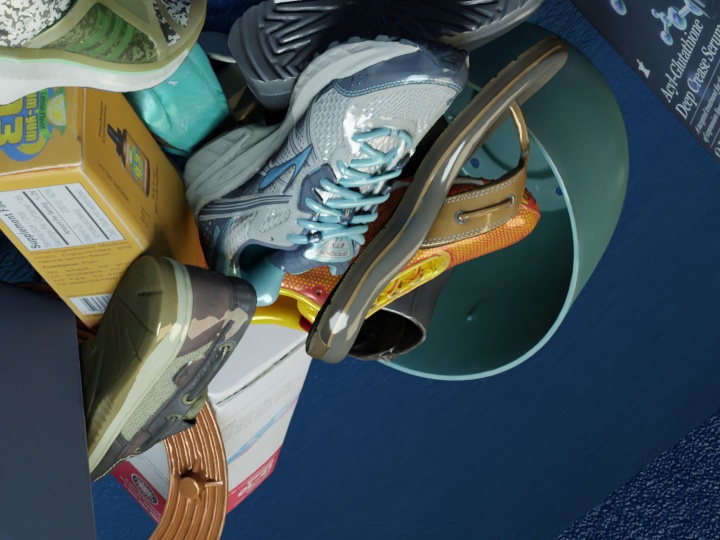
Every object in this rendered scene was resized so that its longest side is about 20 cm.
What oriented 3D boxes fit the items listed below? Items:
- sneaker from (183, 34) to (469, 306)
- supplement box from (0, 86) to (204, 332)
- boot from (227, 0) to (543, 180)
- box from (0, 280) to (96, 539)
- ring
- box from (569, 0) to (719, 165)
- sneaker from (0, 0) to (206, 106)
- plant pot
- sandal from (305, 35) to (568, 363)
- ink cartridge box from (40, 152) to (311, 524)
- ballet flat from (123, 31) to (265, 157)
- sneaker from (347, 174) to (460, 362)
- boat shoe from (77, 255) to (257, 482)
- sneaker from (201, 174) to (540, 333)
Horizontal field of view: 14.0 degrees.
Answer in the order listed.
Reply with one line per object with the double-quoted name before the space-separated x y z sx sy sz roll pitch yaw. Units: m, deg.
"sneaker" -0.009 -0.044 1.427 0.077 0.087 0.200 9 150 -34
"supplement box" -0.133 -0.036 1.438 0.069 0.067 0.200 -5 156 10
"boot" 0.029 -0.093 1.519 0.164 0.066 0.200 -15 153 5
"box" -0.228 0.134 1.470 0.123 0.200 0.198 17 131 -26
"ring" -0.164 0.103 1.589 0.201 0.200 0.019 -50 174 29
"box" 0.203 -0.183 1.689 0.107 0.200 0.149 -34 163 -21
"sneaker" -0.123 -0.130 1.298 0.200 0.077 0.089 -22 148 -56
"plant pot" 0.068 -0.059 1.737 0.201 0.200 0.161 -53 173 37
"sandal" 0.046 -0.029 1.465 0.200 0.055 0.082 -54 179 -6
"ink cartridge box" -0.110 0.048 1.669 0.086 0.148 0.200 -36 165 -26
"ballet flat" -0.072 -0.086 1.538 0.070 0.067 0.200 -41 165 6
"sneaker" -0.038 -0.004 1.647 0.075 0.200 0.106 57 41 -37
"boat shoe" -0.108 0.059 1.482 0.066 0.072 0.201 7 148 -20
"sneaker" 0.000 0.000 1.549 0.199 0.077 0.073 -14 156 0
